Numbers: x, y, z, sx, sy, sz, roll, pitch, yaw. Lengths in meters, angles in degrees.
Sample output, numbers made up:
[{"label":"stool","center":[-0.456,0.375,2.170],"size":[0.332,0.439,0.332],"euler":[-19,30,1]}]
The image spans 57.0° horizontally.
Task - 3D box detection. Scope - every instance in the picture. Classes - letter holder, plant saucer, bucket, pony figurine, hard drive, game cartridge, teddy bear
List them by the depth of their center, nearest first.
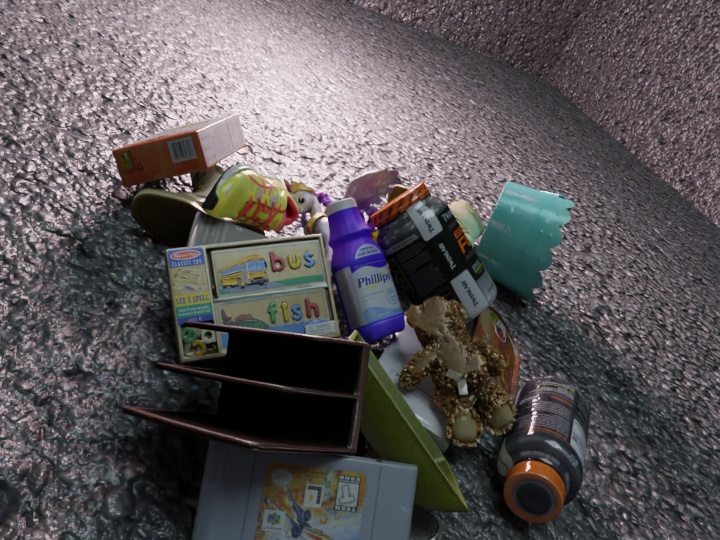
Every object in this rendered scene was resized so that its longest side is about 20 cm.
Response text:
[{"label":"game cartridge","center":[-0.049,0.230,0.593],"size":[0.196,0.042,0.136],"euler":[11,75,-13]},{"label":"letter holder","center":[-0.113,0.102,0.620],"size":[0.197,0.103,0.141],"euler":[1,-11,40]},{"label":"plant saucer","center":[0.031,0.164,0.727],"size":[0.202,0.047,0.200],"euler":[55,0,3]},{"label":"teddy bear","center":[0.125,0.134,0.872],"size":[0.144,0.067,0.200],"euler":[-35,65,-16]},{"label":"hard drive","center":[0.086,0.151,0.924],"size":[0.131,0.026,0.200],"euler":[33,30,5]},{"label":"pony figurine","center":[-0.025,-0.070,1.062],"size":[0.190,0.167,0.203],"euler":[-7,61,-30]},{"label":"bucket","center":[0.307,-0.062,1.266],"size":[0.133,0.210,0.207],"euler":[25,29,12]}]

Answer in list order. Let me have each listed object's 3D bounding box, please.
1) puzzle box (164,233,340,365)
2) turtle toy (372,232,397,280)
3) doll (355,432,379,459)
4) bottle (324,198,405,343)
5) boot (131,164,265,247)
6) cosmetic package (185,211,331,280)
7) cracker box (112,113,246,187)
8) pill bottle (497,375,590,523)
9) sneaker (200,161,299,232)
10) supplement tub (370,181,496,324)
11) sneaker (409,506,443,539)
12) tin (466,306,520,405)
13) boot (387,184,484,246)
[{"label":"puzzle box","center":[-0.128,0.030,0.800],"size":[0.196,0.025,0.136],"euler":[-8,78,-22]},{"label":"turtle toy","center":[0.093,-0.038,1.140],"size":[0.143,0.102,0.201],"euler":[22,30,-11]},{"label":"doll","center":[-0.046,0.171,0.758],"size":[0.198,0.049,0.136],"euler":[36,28,11]},{"label":"bottle","center":[0.000,0.000,0.947],"size":[0.082,0.065,0.204],"euler":[-12,83,-38]},{"label":"boot","center":[-0.245,-0.104,0.982],"size":[0.197,0.073,0.156],"euler":[14,33,-34]},{"label":"cosmetic package","center":[-0.139,0.011,0.883],"size":[0.196,0.091,0.108],"euler":[16,29,-15]},{"label":"cracker box","center":[-0.266,-0.187,1.007],"size":[0.131,0.059,0.200],"euler":[-10,18,10]},{"label":"pill bottle","center":[0.235,0.229,0.853],"size":[0.105,0.107,0.200],"euler":[33,30,8]},{"label":"sneaker","center":[-0.143,-0.094,0.928],"size":[0.090,0.078,0.199],"euler":[46,22,9]},{"label":"supplement tub","center":[0.104,-0.019,0.980],"size":[0.202,0.121,0.122],"euler":[58,30,-6]},{"label":"sneaker","center":[-0.003,0.240,0.658],"size":[0.197,0.083,0.078],"euler":[21,30,-17]},{"label":"tin","center":[0.192,0.130,0.995],"size":[0.113,0.041,0.200],"euler":[57,28,-12]},{"label":"boot","center":[0.156,-0.115,1.338],"size":[0.198,0.073,0.155],"euler":[36,31,7]}]
